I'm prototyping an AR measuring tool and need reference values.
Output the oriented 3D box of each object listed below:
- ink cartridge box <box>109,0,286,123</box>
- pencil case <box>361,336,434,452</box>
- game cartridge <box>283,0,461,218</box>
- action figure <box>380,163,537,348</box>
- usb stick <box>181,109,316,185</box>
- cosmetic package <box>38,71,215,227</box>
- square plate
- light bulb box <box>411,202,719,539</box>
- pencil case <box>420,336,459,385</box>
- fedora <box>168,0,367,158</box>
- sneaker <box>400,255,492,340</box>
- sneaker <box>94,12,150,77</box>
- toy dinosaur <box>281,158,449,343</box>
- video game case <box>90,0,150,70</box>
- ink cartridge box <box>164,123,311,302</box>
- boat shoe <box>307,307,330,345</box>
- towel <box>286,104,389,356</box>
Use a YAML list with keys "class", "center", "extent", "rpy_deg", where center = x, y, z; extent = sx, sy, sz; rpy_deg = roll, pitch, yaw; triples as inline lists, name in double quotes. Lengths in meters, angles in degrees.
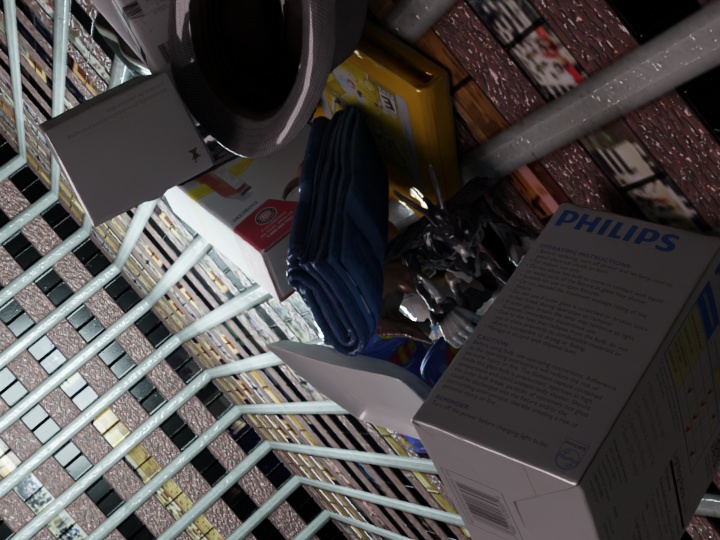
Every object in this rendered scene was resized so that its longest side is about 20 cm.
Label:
- class: "ink cartridge box"
  center: [-0.150, -0.238, 0.940]
  extent: [0.200, 0.116, 0.068]
  rpy_deg: [61, 170, 1]
- class: "pencil case"
  center: [0.051, 0.130, 1.326]
  extent: [0.087, 0.078, 0.200]
  rpy_deg: [10, 141, 41]
- class: "game cartridge"
  center: [0.012, -0.135, 0.947]
  extent: [0.176, 0.032, 0.200]
  rpy_deg: [39, 160, 29]
- class: "action figure"
  center: [0.098, 0.003, 0.904]
  extent: [0.102, 0.119, 0.200]
  rpy_deg: [46, 176, 44]
- class: "usb stick"
  center: [-0.125, -0.125, 1.037]
  extent: [0.200, 0.033, 0.055]
  rpy_deg: [-20, 151, 39]
- class: "cosmetic package"
  center: [-0.198, -0.104, 0.916]
  extent: [0.085, 0.108, 0.200]
  rpy_deg: [64, 167, -15]
- class: "square plate"
  center: [0.023, 0.133, 1.195]
  extent: [0.198, 0.028, 0.200]
  rpy_deg: [11, 157, 41]
- class: "light bulb box"
  center: [0.161, 0.098, 0.757]
  extent: [0.125, 0.200, 0.198]
  rpy_deg: [18, 148, 36]
- class: "pencil case"
  center: [0.148, 0.141, 1.128]
  extent: [0.200, 0.078, 0.087]
  rpy_deg: [44, 153, 17]
- class: "fedora"
  center: [-0.060, -0.192, 0.838]
  extent: [0.177, 0.090, 0.200]
  rpy_deg: [40, 133, 29]
- class: "sneaker"
  center: [0.057, 0.015, 1.102]
  extent: [0.087, 0.075, 0.200]
  rpy_deg: [58, 162, -11]
- class: "sneaker"
  center: [-0.224, -0.240, 1.260]
  extent: [0.200, 0.075, 0.106]
  rpy_deg: [43, 169, 51]
- class: "toy dinosaur"
  center: [0.000, 0.000, 1.006]
  extent: [0.086, 0.135, 0.200]
  rpy_deg: [118, 147, -46]
- class: "video game case"
  center: [-0.168, -0.214, 1.062]
  extent: [0.143, 0.017, 0.200]
  rpy_deg: [49, -163, -1]
- class: "ink cartridge box"
  center: [-0.097, -0.083, 1.136]
  extent: [0.200, 0.145, 0.083]
  rpy_deg: [36, 158, 36]
- class: "boat shoe"
  center: [-0.021, 0.028, 1.141]
  extent: [0.072, 0.072, 0.200]
  rpy_deg: [50, 167, -5]
- class: "towel"
  center: [-0.010, -0.036, 0.901]
  extent: [0.200, 0.048, 0.112]
  rpy_deg: [-85, -27, -46]
